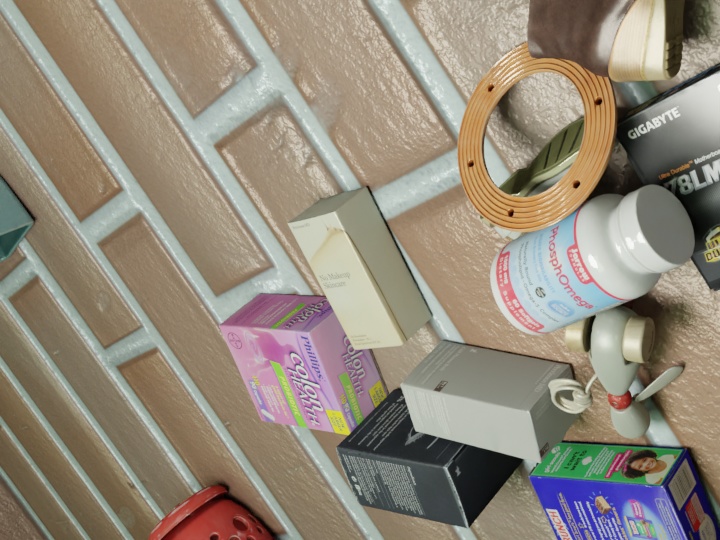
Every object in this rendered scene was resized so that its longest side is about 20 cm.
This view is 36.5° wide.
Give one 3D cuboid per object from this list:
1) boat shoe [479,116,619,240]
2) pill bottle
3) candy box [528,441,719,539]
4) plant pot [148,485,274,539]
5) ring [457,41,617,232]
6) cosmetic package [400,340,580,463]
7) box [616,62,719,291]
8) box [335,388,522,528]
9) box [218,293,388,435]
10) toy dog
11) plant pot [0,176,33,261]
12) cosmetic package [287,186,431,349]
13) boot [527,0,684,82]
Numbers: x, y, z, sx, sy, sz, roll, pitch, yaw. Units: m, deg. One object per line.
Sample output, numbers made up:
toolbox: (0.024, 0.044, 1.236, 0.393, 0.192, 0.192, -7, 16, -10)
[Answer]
boat shoe: (0.213, -0.093, 1.163, 0.068, 0.075, 0.200, 36, 142, -11)
pill bottle: (0.233, -0.011, 1.106, 0.109, 0.109, 0.200, 54, 140, -4)
candy box: (0.331, 0.304, 1.355, 0.200, 0.077, 0.170, -7, 116, 46)
plant pot: (-0.277, 0.512, 2.026, 0.183, 0.200, 0.201, 51, 142, 12)
ring: (0.179, -0.138, 1.114, 0.200, 0.019, 0.201, -13, 72, 44)
cosmetic package: (0.164, 0.163, 1.381, 0.199, 0.107, 0.090, 4, 123, 40)
box: (0.366, -0.097, 1.023, 0.200, 0.050, 0.199, -26, 102, 50)
box: (0.094, 0.251, 1.486, 0.199, 0.148, 0.105, 3, 122, 44)
box: (-0.084, 0.135, 1.607, 0.199, 0.097, 0.177, 1, 121, 43)
toy dog: (0.296, 0.095, 1.231, 0.132, 0.096, 0.200, 25, 149, 18)
plant pot: (-0.754, -0.107, 2.003, 0.196, 0.195, 0.201, -34, 84, 52)
cosmetic package: (0.000, 0.000, 1.437, 0.103, 0.073, 0.201, -12, 113, 48)
boot: (0.223, -0.276, 1.001, 0.166, 0.072, 0.201, 25, 124, 42)
